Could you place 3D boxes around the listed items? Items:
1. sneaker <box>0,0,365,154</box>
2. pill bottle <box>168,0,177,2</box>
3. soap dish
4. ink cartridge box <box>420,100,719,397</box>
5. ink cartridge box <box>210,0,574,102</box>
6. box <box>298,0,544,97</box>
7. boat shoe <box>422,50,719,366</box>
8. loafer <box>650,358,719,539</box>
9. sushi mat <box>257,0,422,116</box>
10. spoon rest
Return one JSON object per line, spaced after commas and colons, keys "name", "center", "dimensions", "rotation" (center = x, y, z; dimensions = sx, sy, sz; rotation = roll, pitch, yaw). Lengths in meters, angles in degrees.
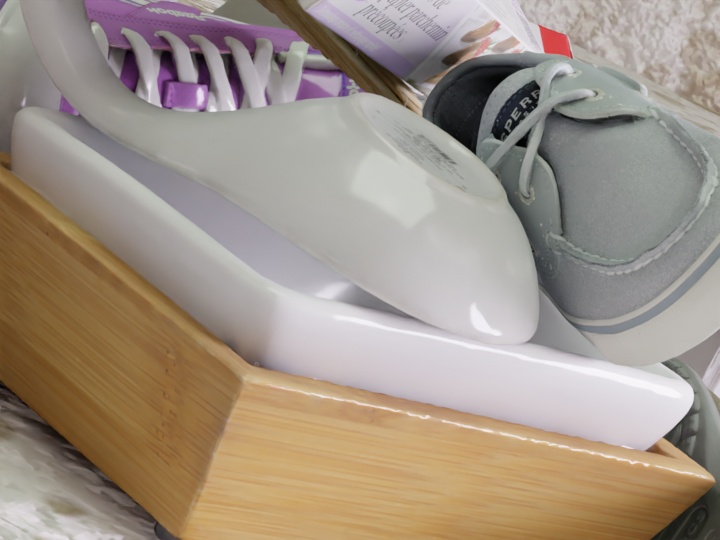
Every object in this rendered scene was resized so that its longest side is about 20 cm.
{"name": "sneaker", "center": [-0.056, -0.065, 0.951], "dimensions": [0.114, 0.073, 0.200], "rotation": [7, 7, 25]}
{"name": "pill bottle", "center": [-0.178, -0.145, 1.131], "dimensions": [0.200, 0.109, 0.109], "rotation": [40, 14, 14]}
{"name": "soap dish", "center": [-0.013, 0.028, 0.818], "dimensions": [0.200, 0.081, 0.157], "rotation": [15, 14, -44]}
{"name": "ink cartridge box", "center": [0.067, 0.008, 1.090], "dimensions": [0.200, 0.084, 0.146], "rotation": [30, 12, 20]}
{"name": "ink cartridge box", "center": [0.020, -0.069, 1.255], "dimensions": [0.200, 0.116, 0.067], "rotation": [16, 55, -39]}
{"name": "box", "center": [0.017, -0.088, 0.872], "dimensions": [0.042, 0.039, 0.200], "rotation": [62, 10, 12]}
{"name": "boat shoe", "center": [0.062, -0.026, 0.813], "dimensions": [0.071, 0.070, 0.201], "rotation": [40, -2, -17]}
{"name": "loafer", "center": [0.118, 0.092, 0.866], "dimensions": [0.070, 0.075, 0.200], "rotation": [33, 11, -20]}
{"name": "sushi mat", "center": [-0.045, -0.109, 0.859], "dimensions": [0.096, 0.012, 0.200], "rotation": [40, -1, 30]}
{"name": "spoon rest", "center": [-0.028, -0.040, 0.788], "dimensions": [0.200, 0.061, 0.099], "rotation": [43, 19, 22]}
